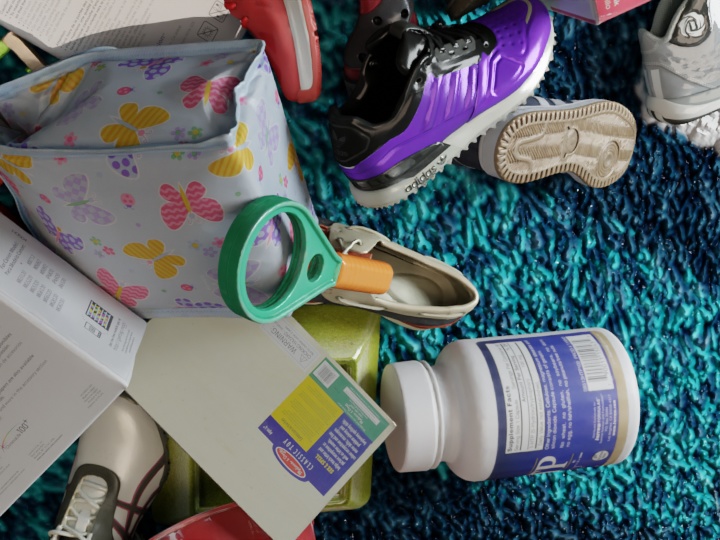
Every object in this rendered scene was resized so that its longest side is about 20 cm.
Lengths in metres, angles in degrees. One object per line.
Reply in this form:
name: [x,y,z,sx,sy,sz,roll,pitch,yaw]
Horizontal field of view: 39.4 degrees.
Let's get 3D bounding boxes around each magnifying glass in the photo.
magnifying glass: [-0.030,-0.002,0.682,0.200,0.022,0.080,10,97,-63]

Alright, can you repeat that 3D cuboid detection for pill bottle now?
pill bottle: [0.122,0.115,0.857,0.198,0.120,0.121,-4,110,-12]

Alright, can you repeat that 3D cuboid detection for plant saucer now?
plant saucer: [-0.077,0.132,0.851,0.198,0.048,0.202,-2,110,-14]

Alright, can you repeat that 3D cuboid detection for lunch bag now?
lunch bag: [-0.146,-0.061,0.692,0.198,0.128,0.170,-3,137,14]

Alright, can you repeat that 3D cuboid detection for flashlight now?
flashlight: [0.003,-0.212,0.718,0.067,0.068,0.201,7,130,29]

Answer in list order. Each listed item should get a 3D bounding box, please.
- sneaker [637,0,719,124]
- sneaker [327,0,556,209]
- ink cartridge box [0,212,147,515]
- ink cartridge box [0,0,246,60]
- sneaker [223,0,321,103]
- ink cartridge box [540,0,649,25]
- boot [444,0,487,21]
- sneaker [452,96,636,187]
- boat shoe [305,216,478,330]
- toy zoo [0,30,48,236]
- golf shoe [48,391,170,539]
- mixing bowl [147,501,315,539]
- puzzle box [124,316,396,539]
sneaker: [0.317,-0.207,0.816,0.198,0.075,0.116,-24,111,-4]
sneaker: [0.055,-0.141,0.701,0.200,0.069,0.100,-45,133,-12]
ink cartridge box: [-0.278,0.067,0.681,0.175,0.084,0.200,40,110,-20]
ink cartridge box: [-0.159,-0.233,0.701,0.199,0.043,0.197,29,102,-21]
sneaker: [-0.097,-0.202,0.677,0.114,0.078,0.202,-15,102,1]
ink cartridge box: [0.219,-0.263,0.730,0.198,0.145,0.084,-25,114,-4]
boot: [0.051,-0.291,0.704,0.072,0.182,0.201,-35,89,-11]
sneaker: [0.134,-0.113,0.813,0.199,0.108,0.071,-6,112,-45]
boat shoe: [0.000,0.000,0.803,0.198,0.062,0.072,20,73,-22]
toy zoo: [-0.284,-0.063,0.743,0.200,0.020,0.131,-41,114,3]
golf shoe: [-0.207,0.191,0.810,0.076,0.088,0.202,14,105,10]
mixing bowl: [-0.108,0.288,0.819,0.198,0.109,0.201,-21,146,-15]
puzzle box: [-0.085,0.100,0.786,0.200,0.025,0.133,46,73,-3]
